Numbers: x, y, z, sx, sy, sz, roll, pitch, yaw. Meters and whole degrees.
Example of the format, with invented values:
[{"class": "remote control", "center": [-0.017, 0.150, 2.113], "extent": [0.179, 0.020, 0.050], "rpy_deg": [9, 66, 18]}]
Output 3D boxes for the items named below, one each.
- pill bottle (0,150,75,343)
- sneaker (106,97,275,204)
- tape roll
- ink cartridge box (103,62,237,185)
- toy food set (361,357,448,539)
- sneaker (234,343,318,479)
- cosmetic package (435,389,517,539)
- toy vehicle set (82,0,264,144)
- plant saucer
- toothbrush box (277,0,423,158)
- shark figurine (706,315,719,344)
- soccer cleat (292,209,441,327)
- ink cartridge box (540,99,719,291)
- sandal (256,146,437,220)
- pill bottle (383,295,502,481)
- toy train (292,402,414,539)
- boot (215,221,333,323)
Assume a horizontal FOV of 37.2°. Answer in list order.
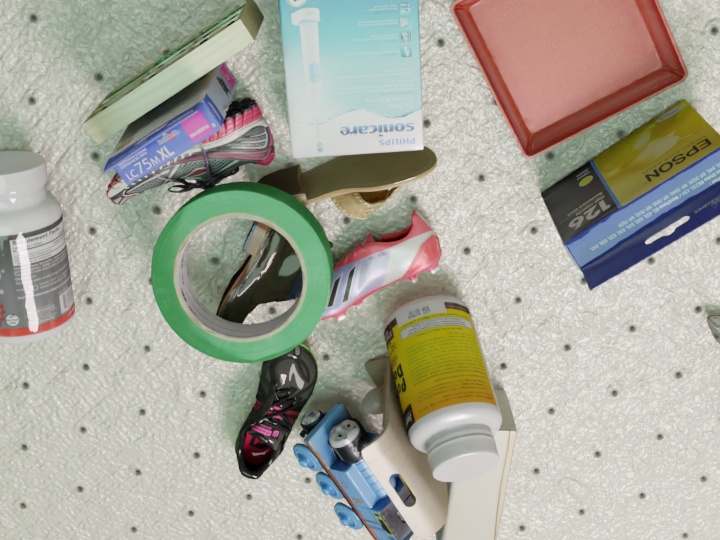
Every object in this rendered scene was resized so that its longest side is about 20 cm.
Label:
[{"class": "pill bottle", "center": [-0.394, -0.028, 1.219], "extent": [0.116, 0.116, 0.200], "rpy_deg": [-1, 113, 0]}, {"class": "sneaker", "center": [-0.193, -0.118, 1.200], "extent": [0.200, 0.081, 0.075], "rpy_deg": [-22, 114, 9]}, {"class": "tape roll", "center": [-0.131, 0.003, 1.196], "extent": [0.200, 0.048, 0.201], "rpy_deg": [1, 107, 2]}, {"class": "ink cartridge box", "center": [-0.195, -0.154, 1.118], "extent": [0.119, 0.200, 0.042], "rpy_deg": [-29, 110, 12]}, {"class": "toy food set", "center": [0.044, 0.209, 1.279], "extent": [0.060, 0.200, 0.144], "rpy_deg": [-27, 111, 14]}, {"class": "sneaker", "center": [-0.103, 0.176, 1.327], "extent": [0.077, 0.084, 0.200], "rpy_deg": [16, 113, -8]}, {"class": "cosmetic package", "center": [0.142, 0.258, 1.356], "extent": [0.073, 0.104, 0.200], "rpy_deg": [4, 115, -3]}, {"class": "toy vehicle set", "center": [-0.195, -0.213, 1.134], "extent": [0.200, 0.124, 0.027], "rpy_deg": [-31, 110, 12]}, {"class": "plant saucer", "center": [0.226, -0.253, 1.168], "extent": [0.200, 0.037, 0.200], "rpy_deg": [-27, 111, 10]}, {"class": "toothbrush box", "center": [-0.009, -0.230, 1.149], "extent": [0.146, 0.085, 0.200], "rpy_deg": [-5, 113, 1]}, {"class": "shark figurine", "center": [0.491, 0.160, 1.319], "extent": [0.128, 0.215, 0.089], "rpy_deg": [-3, 159, -30]}, {"class": "soccer cleat", "center": [0.000, 0.000, 1.265], "extent": [0.200, 0.067, 0.077], "rpy_deg": [-25, 104, 8]}, {"class": "ink cartridge box", "center": [0.301, -0.086, 1.152], "extent": [0.198, 0.200, 0.047], "rpy_deg": [-33, 111, 13]}, {"class": "sandal", "center": [-0.012, -0.089, 1.229], "extent": [0.212, 0.078, 0.070], "rpy_deg": [-11, 134, 7]}, {"class": "pill bottle", "center": [0.098, 0.137, 1.240], "extent": [0.109, 0.200, 0.109], "rpy_deg": [-10, 148, -6]}, {"class": "toy train", "center": [0.000, 0.255, 1.340], "extent": [0.114, 0.087, 0.200], "rpy_deg": [-1, 127, 49]}, {"class": "boot", "center": [-0.110, 0.027, 1.268], "extent": [0.097, 0.075, 0.200], "rpy_deg": [22, 110, -7]}]
